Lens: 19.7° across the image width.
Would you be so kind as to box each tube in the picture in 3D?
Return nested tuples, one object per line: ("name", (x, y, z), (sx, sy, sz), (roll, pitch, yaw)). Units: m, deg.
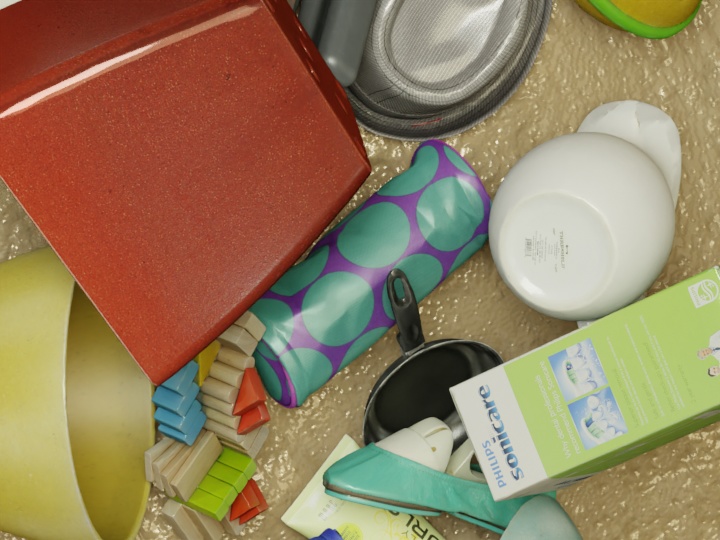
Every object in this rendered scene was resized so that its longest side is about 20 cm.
("tube", (0.039, 0.210, 1.466), (0.200, 0.058, 0.052), (43, 121, -10))

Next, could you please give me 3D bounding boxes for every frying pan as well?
("frying pan", (0.029, 0.074, 1.422), (0.115, 0.031, 0.190), (-44, 134, 6))

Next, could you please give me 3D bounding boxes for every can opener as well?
("can opener", (-0.017, -0.215, 1.365), (0.067, 0.053, 0.201), (39, 54, -40))

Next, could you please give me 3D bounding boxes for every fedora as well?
("fedora", (0.058, -0.185, 1.423), (0.177, 0.090, 0.200), (43, 81, -15))

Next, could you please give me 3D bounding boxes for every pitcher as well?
("pitcher", (0.163, -0.015, 1.422), (0.121, 0.200, 0.173), (-1, 105, 21))

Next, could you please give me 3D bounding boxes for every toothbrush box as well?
("toothbrush box", (0.182, 0.076, 1.380), (0.199, 0.145, 0.086), (-28, 78, 21))

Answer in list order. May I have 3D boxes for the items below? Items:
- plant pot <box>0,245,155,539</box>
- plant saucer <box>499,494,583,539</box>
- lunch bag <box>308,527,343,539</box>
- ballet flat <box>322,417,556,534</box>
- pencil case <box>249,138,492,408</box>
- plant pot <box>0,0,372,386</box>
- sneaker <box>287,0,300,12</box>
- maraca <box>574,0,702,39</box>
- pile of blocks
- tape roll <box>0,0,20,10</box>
("plant pot", (-0.223, 0.081, 1.317), (0.141, 0.200, 0.201), (-3, 95, 10))
("plant saucer", (0.130, 0.257, 1.432), (0.038, 0.201, 0.202), (5, 92, 25))
("lunch bag", (-0.040, 0.297, 1.404), (0.170, 0.127, 0.201), (-35, 113, -13))
("ballet flat", (0.059, 0.139, 1.442), (0.199, 0.067, 0.071), (17, 92, -36))
("pencil case", (0.000, 0.000, 1.418), (0.200, 0.092, 0.085), (-40, 127, -12))
("plant pot", (-0.106, -0.089, 1.246), (0.176, 0.200, 0.200), (-31, 114, 7))
("sneaker", (-0.089, -0.137, 1.391), (0.082, 0.077, 0.200), (26, 102, -47))
("maraca", (0.171, -0.251, 1.445), (0.200, 0.107, 0.137), (51, 49, -12))
("pile of blocks", (-0.094, 0.105, 1.361), (0.082, 0.062, 0.201), (-37, 135, -43))
("tape roll", (-0.198, -0.239, 1.354), (0.199, 0.066, 0.202), (-1, 93, -18))
